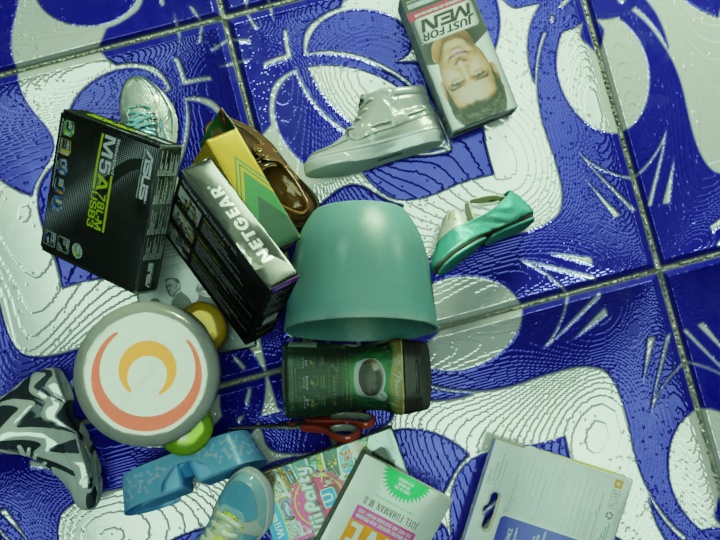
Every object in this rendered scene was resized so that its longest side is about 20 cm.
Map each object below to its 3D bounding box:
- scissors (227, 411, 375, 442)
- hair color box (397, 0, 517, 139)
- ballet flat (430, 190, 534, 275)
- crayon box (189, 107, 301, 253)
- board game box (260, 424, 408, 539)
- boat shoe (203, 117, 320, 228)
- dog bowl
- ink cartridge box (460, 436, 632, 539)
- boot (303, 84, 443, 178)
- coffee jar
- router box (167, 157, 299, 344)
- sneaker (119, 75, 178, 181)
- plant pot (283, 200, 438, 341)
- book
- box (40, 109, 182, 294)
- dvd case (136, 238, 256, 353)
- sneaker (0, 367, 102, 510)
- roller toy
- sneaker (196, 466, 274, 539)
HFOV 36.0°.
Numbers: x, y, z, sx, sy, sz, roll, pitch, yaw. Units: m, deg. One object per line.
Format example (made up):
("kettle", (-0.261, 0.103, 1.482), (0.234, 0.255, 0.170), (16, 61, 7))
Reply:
("scissors", (-0.079, 0.210, 1.517), (0.200, 0.073, 0.014), (0, 113, 22))
("hair color box", (0.133, -0.295, 1.531), (0.099, 0.061, 0.200), (-21, 87, -2))
("ballet flat", (0.149, -0.057, 1.486), (0.200, 0.067, 0.070), (-27, 73, -36))
("crayon box", (-0.167, -0.098, 1.462), (0.051, 0.127, 0.200), (-28, 84, -28))
("board game box", (-0.028, 0.311, 1.491), (0.200, 0.064, 0.148), (-19, 87, 0))
("boat shoe", (-0.135, -0.141, 1.516), (0.200, 0.068, 0.072), (43, 87, 2))
("dog bowl", (-0.226, 0.267, 1.473), (0.200, 0.111, 0.050), (-22, 74, -2))
("ink cartridge box", (0.244, 0.346, 1.502), (0.200, 0.047, 0.198), (18, 88, 2))
("boot", (0.008, -0.194, 1.526), (0.200, 0.074, 0.096), (-16, 81, -10))
("coffee jar", (-0.004, 0.145, 1.490), (0.200, 0.085, 0.105), (-1, 86, 0))
("router box", (-0.170, -0.022, 1.424), (0.051, 0.149, 0.200), (-29, 72, -32))
("sneaker", (-0.287, -0.177, 1.503), (0.077, 0.086, 0.200), (-14, 79, 0))
("plant pot", (0.000, 0.000, 1.452), (0.200, 0.201, 0.161), (0, 77, 0))
("book", (0.015, 0.355, 1.441), (0.133, 0.048, 0.200), (28, 86, -4))
("box", (-0.330, -0.093, 1.454), (0.193, 0.047, 0.200), (23, 107, 33))
("dvd case", (-0.234, 0.020, 1.527), (0.150, 0.025, 0.200), (-11, 86, -1))
("sneaker", (-0.434, 0.242, 1.485), (0.129, 0.079, 0.199), (-22, 87, 0))
("roller toy", (-0.273, 0.132, 1.440), (0.182, 0.140, 0.200), (8, 84, -5))
("sneaker", (-0.183, 0.354, 1.419), (0.079, 0.131, 0.200), (27, 114, 15))
